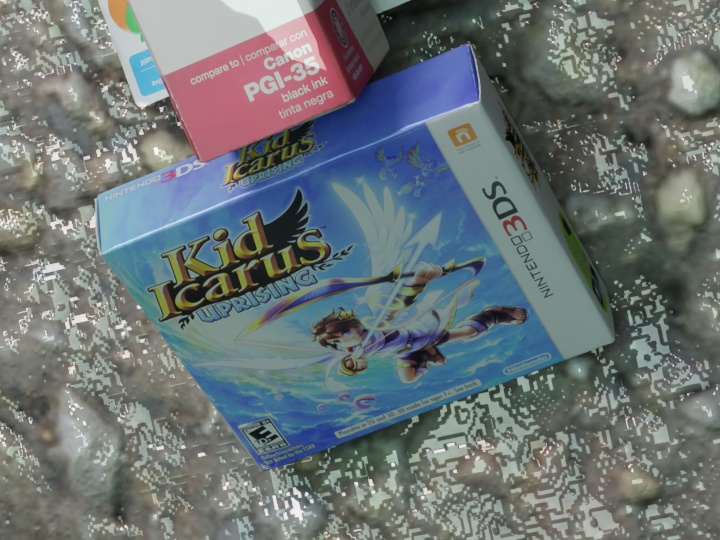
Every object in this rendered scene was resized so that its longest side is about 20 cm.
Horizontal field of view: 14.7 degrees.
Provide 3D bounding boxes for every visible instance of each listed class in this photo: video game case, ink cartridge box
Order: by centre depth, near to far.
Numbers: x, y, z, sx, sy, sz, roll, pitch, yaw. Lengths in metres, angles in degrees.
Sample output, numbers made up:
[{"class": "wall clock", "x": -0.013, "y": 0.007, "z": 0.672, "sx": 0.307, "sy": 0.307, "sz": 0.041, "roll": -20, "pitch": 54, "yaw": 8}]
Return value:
[{"class": "ink cartridge box", "x": -0.068, "y": -0.167, "z": 1.300, "sx": 0.082, "sy": 0.147, "sz": 0.201, "roll": -21, "pitch": 101, "yaw": 13}, {"class": "video game case", "x": 0.000, "y": 0.000, "z": 1.359, "sx": 0.199, "sy": 0.182, "sz": 0.046, "roll": -21, "pitch": 42, "yaw": 13}]

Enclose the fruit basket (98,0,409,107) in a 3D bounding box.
[{"class": "fruit basket", "x": -0.067, "y": -0.206, "z": 1.398, "sx": 0.184, "sy": 0.094, "sz": 0.201, "roll": -19, "pitch": 86, "yaw": 13}]
